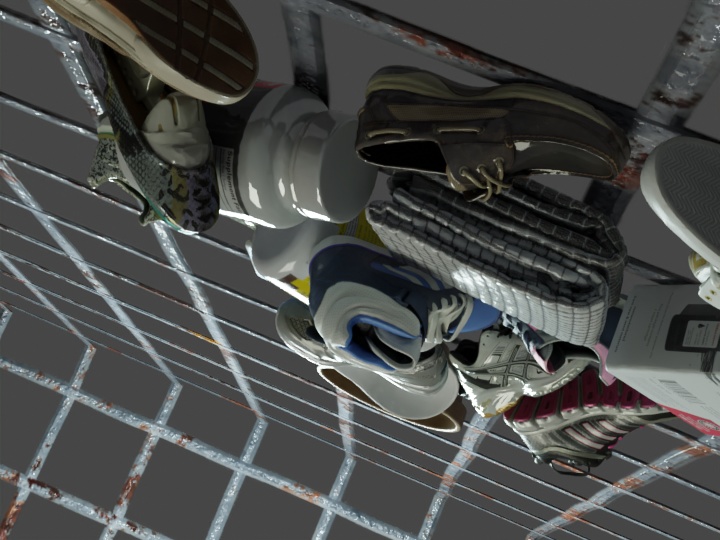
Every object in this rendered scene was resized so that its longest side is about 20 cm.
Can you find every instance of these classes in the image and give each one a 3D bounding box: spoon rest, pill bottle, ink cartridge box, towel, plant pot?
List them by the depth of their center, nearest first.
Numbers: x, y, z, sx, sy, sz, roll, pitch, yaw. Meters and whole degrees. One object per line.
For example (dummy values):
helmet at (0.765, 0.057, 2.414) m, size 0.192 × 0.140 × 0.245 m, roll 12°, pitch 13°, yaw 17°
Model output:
towel at (0.112, -0.023, 0.952) m, size 0.198 × 0.086 × 0.166 m, roll 26°, pitch 174°, yaw 14°
pill bottle at (-0.088, -0.096, 0.953) m, size 0.198 × 0.112 × 0.111 m, roll 14°, pitch 163°, yaw 32°
ink cartridge box at (0.323, 0.078, 0.972) m, size 0.144 × 0.084 × 0.199 m, roll 32°, pitch 163°, yaw -28°
pill bottle at (0.000, 0.000, 1.149) m, size 0.199 × 0.110 × 0.109 m, roll 33°, pitch 163°, yaw -30°
spoon rest at (0.022, 0.110, 1.377) m, size 0.198 × 0.061 × 0.100 m, roll 30°, pitch 123°, yaw -14°
plant pot at (0.051, 0.124, 1.534) m, size 0.198 × 0.094 × 0.201 m, roll 21°, pitch 165°, yaw 6°

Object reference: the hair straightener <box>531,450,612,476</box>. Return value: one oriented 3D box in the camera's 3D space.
hair straightener at (0.253, 0.191, 1.385) m, size 0.076 × 0.042 × 0.199 m, roll 15°, pitch -166°, yaw 22°

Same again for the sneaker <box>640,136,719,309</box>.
sneaker at (0.241, -0.015, 0.798) m, size 0.198 × 0.075 × 0.115 m, roll 28°, pitch 162°, yaw -19°

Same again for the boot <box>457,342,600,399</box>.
boot at (0.213, 0.138, 1.359) m, size 0.167 × 0.077 × 0.200 m, roll 30°, pitch 158°, yaw -8°

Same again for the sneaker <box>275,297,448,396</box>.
sneaker at (0.005, 0.066, 1.294) m, size 0.197 × 0.076 × 0.082 m, roll 17°, pitch 152°, yaw 4°

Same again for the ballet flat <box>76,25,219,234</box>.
ballet flat at (-0.151, -0.125, 0.880) m, size 0.202 × 0.071 × 0.072 m, roll 63°, pitch 172°, yaw 13°

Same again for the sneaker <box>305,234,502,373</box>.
sneaker at (0.049, 0.048, 1.033) m, size 0.198 × 0.081 × 0.147 m, roll 15°, pitch -149°, yaw -21°

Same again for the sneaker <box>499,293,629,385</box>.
sneaker at (0.162, 0.048, 1.117) m, size 0.198 × 0.083 × 0.070 m, roll 12°, pitch 163°, yaw 38°

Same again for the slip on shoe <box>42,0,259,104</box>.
slip on shoe at (-0.160, -0.181, 0.835) m, size 0.198 × 0.077 × 0.061 m, roll 30°, pitch 159°, yaw -12°

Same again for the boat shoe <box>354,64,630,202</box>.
boat shoe at (0.083, -0.081, 0.811) m, size 0.198 × 0.074 × 0.074 m, roll 14°, pitch 163°, yaw 33°

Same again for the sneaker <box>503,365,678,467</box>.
sneaker at (0.251, 0.152, 1.239) m, size 0.197 × 0.074 × 0.088 m, roll -15°, pitch 123°, yaw 22°

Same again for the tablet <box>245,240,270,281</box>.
tablet at (-0.031, 0.022, 1.333) m, size 0.198 × 0.014 × 0.130 m, roll 23°, pitch 166°, yaw 7°

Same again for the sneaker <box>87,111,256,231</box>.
sneaker at (-0.190, -0.077, 1.219) m, size 0.198 × 0.090 × 0.077 m, roll 28°, pitch 164°, yaw -17°

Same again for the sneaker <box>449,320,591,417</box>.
sneaker at (0.161, 0.078, 1.198) m, size 0.199 × 0.075 × 0.088 m, roll -35°, pitch 92°, yaw 44°
